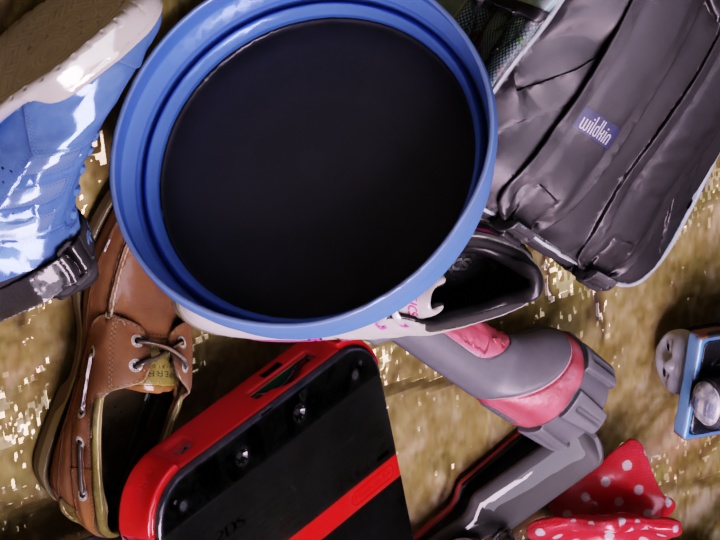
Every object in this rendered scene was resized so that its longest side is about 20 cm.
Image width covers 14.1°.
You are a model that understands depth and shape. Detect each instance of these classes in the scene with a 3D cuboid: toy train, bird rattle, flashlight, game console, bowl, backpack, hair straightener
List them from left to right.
[{"bbox_3d":[-0.047,0.144,1.594,0.200,0.031,0.177,-36,126,-40],"label":"game console"},{"bbox_3d":[-0.026,-0.058,1.471,0.201,0.201,0.039,-45,154,-4],"label":"bowl"},{"bbox_3d":[0.061,0.154,1.711,0.200,0.077,0.041,-34,114,-11],"label":"hair straightener"},{"bbox_3d":[0.061,0.032,1.656,0.068,0.068,0.200,-30,132,29],"label":"flashlight"},{"bbox_3d":[0.124,-0.114,1.560,0.178,0.151,0.200,28,101,-40],"label":"backpack"},{"bbox_3d":[0.159,0.207,1.787,0.163,0.113,0.200,-41,133,20],"label":"bird rattle"},{"bbox_3d":[0.269,0.058,1.769,0.200,0.114,0.087,-8,115,-30],"label":"toy train"}]

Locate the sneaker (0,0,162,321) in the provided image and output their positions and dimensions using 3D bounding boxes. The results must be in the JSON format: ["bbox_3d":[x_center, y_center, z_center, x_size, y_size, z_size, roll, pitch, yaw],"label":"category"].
[{"bbox_3d":[-0.156,-0.051,1.458,0.200,0.077,0.111,-44,124,0],"label":"sneaker"}]

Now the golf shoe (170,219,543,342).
[{"bbox_3d":[0.000,0.000,1.525,0.200,0.092,0.073,-7,103,-26],"label":"golf shoe"}]

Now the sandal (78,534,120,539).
[{"bbox_3d":[-0.191,0.185,1.564,0.200,0.048,0.075,-6,73,-14],"label":"sandal"}]

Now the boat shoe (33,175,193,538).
[{"bbox_3d":[-0.115,0.045,1.543,0.072,0.068,0.200,1,113,-32],"label":"boat shoe"}]
